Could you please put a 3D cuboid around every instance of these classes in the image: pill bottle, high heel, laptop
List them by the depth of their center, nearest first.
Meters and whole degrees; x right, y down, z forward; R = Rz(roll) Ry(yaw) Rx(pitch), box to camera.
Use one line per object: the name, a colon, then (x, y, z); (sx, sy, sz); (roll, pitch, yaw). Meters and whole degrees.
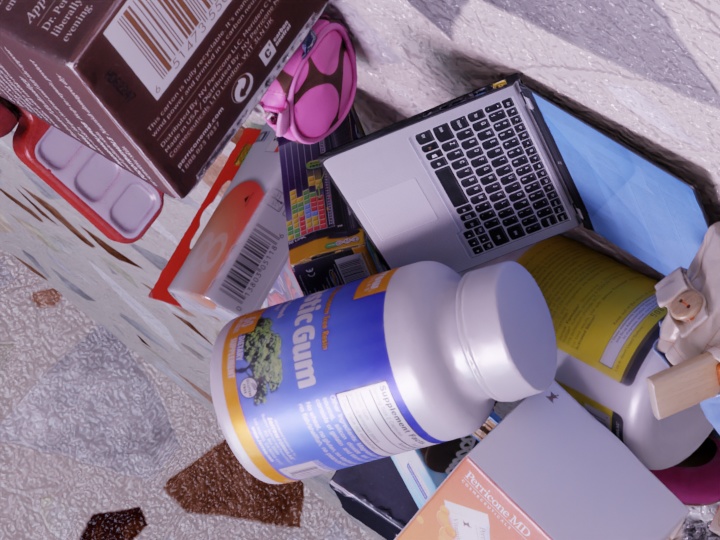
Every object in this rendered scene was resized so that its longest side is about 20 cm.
laptop: (0.105, -0.018, 1.449); (0.187, 0.199, 0.116); (56, -165, -59)
pill bottle: (0.016, 0.058, 1.503); (0.199, 0.113, 0.112); (-18, 138, 27)
pill bottle: (0.140, 0.042, 1.589); (0.199, 0.112, 0.112); (28, 166, 36)
high heel: (0.202, 0.117, 1.675); (0.067, 0.199, 0.097); (19, 119, 56)

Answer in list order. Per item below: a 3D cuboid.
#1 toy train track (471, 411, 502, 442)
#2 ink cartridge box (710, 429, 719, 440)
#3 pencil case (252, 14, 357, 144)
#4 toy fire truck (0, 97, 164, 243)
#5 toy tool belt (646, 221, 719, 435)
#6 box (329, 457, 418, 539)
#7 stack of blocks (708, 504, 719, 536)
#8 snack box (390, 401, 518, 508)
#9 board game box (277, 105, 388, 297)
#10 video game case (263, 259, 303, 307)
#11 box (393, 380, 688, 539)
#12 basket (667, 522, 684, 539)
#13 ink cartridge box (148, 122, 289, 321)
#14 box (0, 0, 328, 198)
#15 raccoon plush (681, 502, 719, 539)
toy train track: (0.121, 0.122, 1.581); (0.200, 0.033, 0.115); (38, 139, 14)
ink cartridge box: (0.266, 0.096, 1.621); (0.199, 0.039, 0.100); (27, 165, 36)
pencil case: (-0.104, -0.144, 1.554); (0.199, 0.094, 0.091); (19, 143, 27)
toy fire truck: (-0.184, -0.137, 1.693); (0.200, 0.168, 0.112); (42, 167, -28)
toy tool belt: (0.234, 0.072, 1.400); (0.125, 0.123, 0.200); (26, 165, 43)
box: (0.116, 0.149, 1.864); (0.196, 0.200, 0.118); (33, 169, 16)
stack of blocks: (0.350, 0.197, 1.676); (0.115, 0.059, 0.200); (31, 172, -27)
snack box: (0.124, 0.129, 1.733); (0.117, 0.199, 0.037); (60, 146, 28)
board game box: (0.000, 0.000, 1.654); (0.166, 0.056, 0.201); (-99, -10, -47)
video game case: (-0.030, 0.038, 1.915); (0.183, 0.023, 0.200); (54, 163, 29)
box: (0.096, 0.182, 1.546); (0.124, 0.097, 0.200); (43, 139, 8)
basket: (0.269, 0.272, 1.937); (0.123, 0.200, 0.136); (34, 170, 44)
ink cartridge box: (-0.098, -0.048, 1.808); (0.050, 0.163, 0.200); (34, 170, -27)
box: (-0.158, -0.180, 1.445); (0.199, 0.166, 0.164); (30, 168, 31)
raccoon plush: (0.305, 0.191, 1.827); (0.199, 0.135, 0.097); (12, 170, -31)
